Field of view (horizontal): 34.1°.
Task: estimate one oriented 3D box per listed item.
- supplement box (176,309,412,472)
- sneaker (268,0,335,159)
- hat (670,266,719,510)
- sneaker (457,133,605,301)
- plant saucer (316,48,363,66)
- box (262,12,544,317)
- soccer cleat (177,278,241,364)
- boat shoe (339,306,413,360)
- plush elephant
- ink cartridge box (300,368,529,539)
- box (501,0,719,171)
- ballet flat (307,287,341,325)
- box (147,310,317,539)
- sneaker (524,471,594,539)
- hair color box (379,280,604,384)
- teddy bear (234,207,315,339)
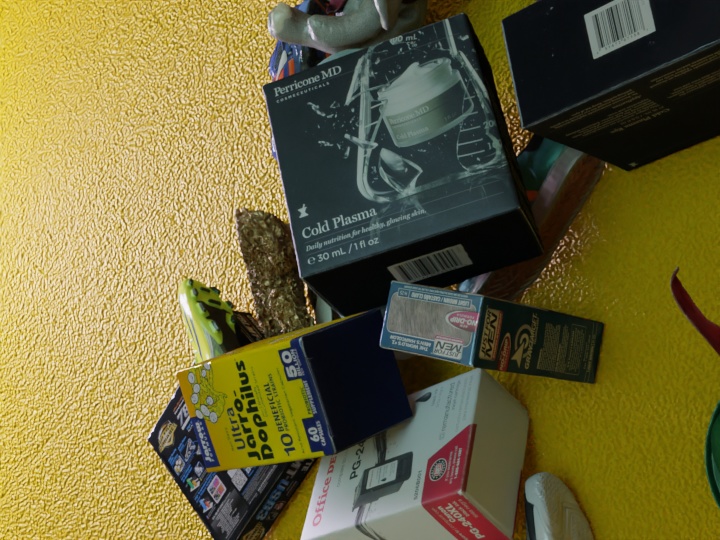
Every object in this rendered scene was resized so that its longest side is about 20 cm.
[{"bbox_3d":[-0.067,0.118,1.123,0.200,0.109,0.109,-18,90,46],"label":"supplement box"},{"bbox_3d":[-0.068,-0.212,1.330,0.078,0.075,0.201,-3,72,49],"label":"sneaker"},{"bbox_3d":[0.295,0.133,0.876,0.200,0.176,0.166,47,112,36],"label":"hat"},{"bbox_3d":[0.146,-0.050,1.113,0.080,0.071,0.200,42,102,38],"label":"sneaker"},{"bbox_3d":[0.007,-0.123,1.194,0.200,0.039,0.202,17,124,26],"label":"plant saucer"},{"bbox_3d":[0.037,-0.090,1.051,0.199,0.124,0.197,-18,66,12],"label":"box"},{"bbox_3d":[-0.163,0.092,1.294,0.084,0.065,0.200,-50,54,23],"label":"soccer cleat"},{"bbox_3d":[0.000,0.000,1.201,0.200,0.070,0.066,58,161,23],"label":"boat shoe"},{"bbox_3d":[0.023,-0.295,1.196,0.200,0.165,0.155,31,132,18],"label":"plush elephant"},{"bbox_3d":[0.049,0.197,1.101,0.200,0.083,0.146,-26,33,35],"label":"ink cartridge box"},{"bbox_3d":[0.252,-0.178,0.966,0.200,0.182,0.105,-21,69,36],"label":"box"},{"bbox_3d":[-0.012,0.092,1.224,0.069,0.063,0.201,-36,61,31],"label":"ballet flat"},{"bbox_3d":[-0.137,0.181,1.325,0.199,0.050,0.200,45,110,39],"label":"box"},{"bbox_3d":[0.152,0.287,1.040,0.114,0.075,0.201,-25,67,35],"label":"sneaker"},{"bbox_3d":[0.120,0.056,1.026,0.100,0.200,0.061,9,88,41],"label":"hair color box"},{"bbox_3d":[-0.082,0.023,1.246,0.145,0.066,0.201,-116,14,-74],"label":"teddy bear"}]
